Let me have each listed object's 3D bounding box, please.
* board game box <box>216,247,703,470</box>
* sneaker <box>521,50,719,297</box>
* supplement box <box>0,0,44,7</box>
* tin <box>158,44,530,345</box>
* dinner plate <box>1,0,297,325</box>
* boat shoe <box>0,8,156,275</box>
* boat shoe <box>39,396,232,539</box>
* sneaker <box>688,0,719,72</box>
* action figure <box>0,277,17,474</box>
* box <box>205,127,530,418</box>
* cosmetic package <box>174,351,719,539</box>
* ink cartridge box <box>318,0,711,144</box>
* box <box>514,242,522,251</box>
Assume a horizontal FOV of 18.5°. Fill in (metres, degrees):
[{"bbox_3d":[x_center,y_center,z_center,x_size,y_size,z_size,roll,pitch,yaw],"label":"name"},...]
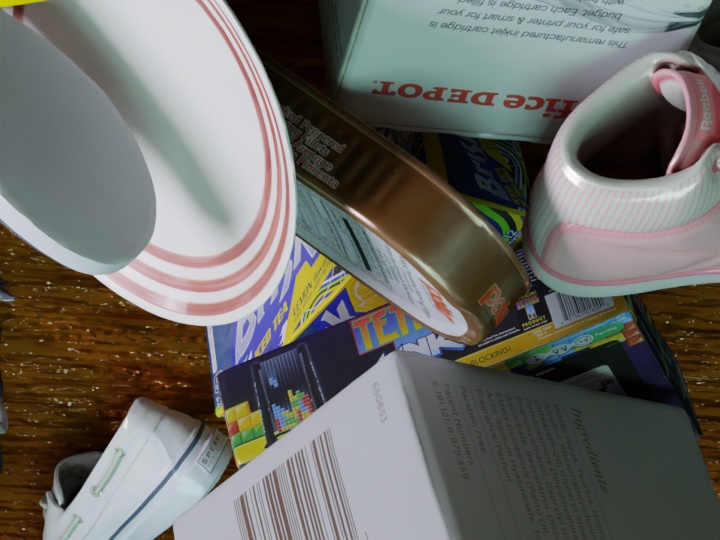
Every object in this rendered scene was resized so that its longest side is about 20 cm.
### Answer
[{"bbox_3d":[0.053,0.066,1.085,0.199,0.057,0.165,-22,150,10],"label":"board game box"},{"bbox_3d":[0.167,-0.047,0.922,0.200,0.076,0.105,-11,151,-5],"label":"sneaker"},{"bbox_3d":[-0.138,-0.172,0.815,0.199,0.109,0.110,-8,141,2],"label":"supplement box"},{"bbox_3d":[-0.015,-0.038,0.952,0.042,0.200,0.112,-52,158,-7],"label":"tin"},{"bbox_3d":[-0.095,-0.070,0.926,0.024,0.200,0.200,-35,158,-36],"label":"dinner plate"},{"bbox_3d":[-0.170,-0.068,0.918,0.200,0.072,0.066,41,145,-3],"label":"boat shoe"},{"bbox_3d":[-0.144,0.129,1.240,0.067,0.074,0.200,38,130,-8],"label":"boat shoe"},{"bbox_3d":[0.235,-0.082,1.010,0.199,0.074,0.116,-1,144,-5],"label":"sneaker"},{"bbox_3d":[-0.227,0.054,1.096,0.118,0.102,0.200,6,143,4],"label":"action figure"},{"bbox_3d":[0.000,0.000,1.080,0.064,0.070,0.200,14,138,-30],"label":"box"},{"bbox_3d":[0.055,0.158,1.003,0.200,0.167,0.167,12,139,-41],"label":"cosmetic package"},{"bbox_3d":[0.073,-0.148,0.895,0.146,0.083,0.200,5,141,-14],"label":"ink cartridge box"},{"bbox_3d":[0.057,0.054,1.174,0.075,0.050,0.200,5,141,-17],"label":"box"}]
